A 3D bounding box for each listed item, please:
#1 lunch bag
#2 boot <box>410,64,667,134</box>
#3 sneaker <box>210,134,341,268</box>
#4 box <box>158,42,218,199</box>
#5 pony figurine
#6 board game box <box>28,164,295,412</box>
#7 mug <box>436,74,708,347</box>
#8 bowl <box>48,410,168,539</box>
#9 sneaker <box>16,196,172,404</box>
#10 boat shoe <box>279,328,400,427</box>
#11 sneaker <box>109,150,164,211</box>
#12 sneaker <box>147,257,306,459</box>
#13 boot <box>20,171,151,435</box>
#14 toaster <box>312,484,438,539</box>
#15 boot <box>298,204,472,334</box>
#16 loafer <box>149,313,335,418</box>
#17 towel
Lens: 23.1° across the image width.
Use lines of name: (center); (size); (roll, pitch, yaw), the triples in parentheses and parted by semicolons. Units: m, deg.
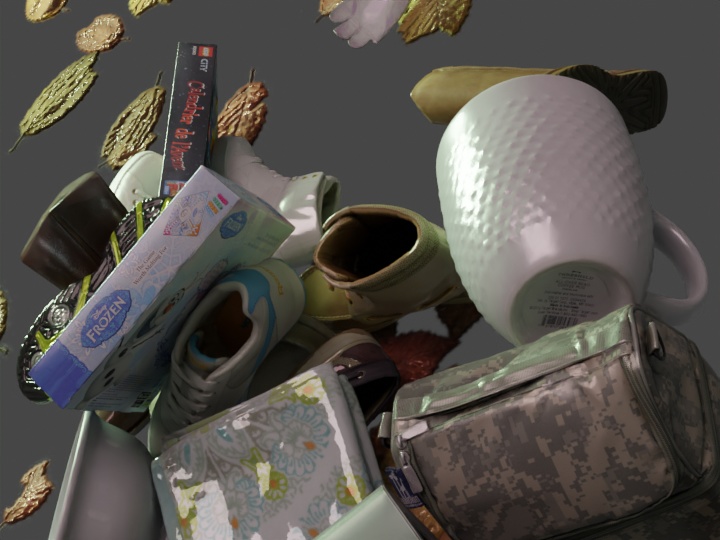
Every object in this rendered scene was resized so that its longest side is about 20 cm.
lunch bag: (0.133, 0.111, 1.149); (0.199, 0.168, 0.140); (-22, 43, 25)
boot: (0.120, -0.133, 1.406); (0.199, 0.174, 0.067); (8, 98, 41)
sneaker: (-0.070, -0.063, 1.568); (0.115, 0.074, 0.201); (-20, 41, 8)
box: (-0.155, -0.089, 1.602); (0.037, 0.137, 0.201); (2, 48, -1)
pony figurine: (0.002, -0.331, 1.692); (0.193, 0.167, 0.200); (-41, 23, -9)
board game box: (-0.146, 0.020, 1.352); (0.043, 0.200, 0.199); (41, 92, 11)
mug: (0.157, -0.021, 1.240); (0.176, 0.198, 0.148); (-96, 29, -51)
bowl: (-0.196, 0.214, 1.369); (0.201, 0.089, 0.203); (-165, 90, -80)
sneaker: (-0.199, 0.036, 1.446); (0.200, 0.076, 0.075); (-47, 54, -3)
boat shoe: (-0.050, 0.131, 1.365); (0.200, 0.072, 0.065); (-43, 35, -7)
sneaker: (-0.199, -0.019, 1.623); (0.084, 0.073, 0.202); (-9, 61, 47)
sneaker: (-0.120, 0.079, 1.368); (0.076, 0.081, 0.201); (36, 112, 20)
boot: (-0.233, 0.038, 1.499); (0.187, 0.200, 0.064); (-53, 38, -12)
toaster: (0.038, 0.253, 1.097); (0.118, 0.181, 0.200); (-39, 40, 0)
boot: (0.000, 0.000, 1.367); (0.198, 0.155, 0.074); (-9, 77, 32)
loafer: (-0.100, 0.090, 1.446); (0.199, 0.076, 0.069); (-23, 44, 38)
towel: (-0.060, 0.187, 1.290); (0.170, 0.048, 0.202); (-26, 66, 20)
